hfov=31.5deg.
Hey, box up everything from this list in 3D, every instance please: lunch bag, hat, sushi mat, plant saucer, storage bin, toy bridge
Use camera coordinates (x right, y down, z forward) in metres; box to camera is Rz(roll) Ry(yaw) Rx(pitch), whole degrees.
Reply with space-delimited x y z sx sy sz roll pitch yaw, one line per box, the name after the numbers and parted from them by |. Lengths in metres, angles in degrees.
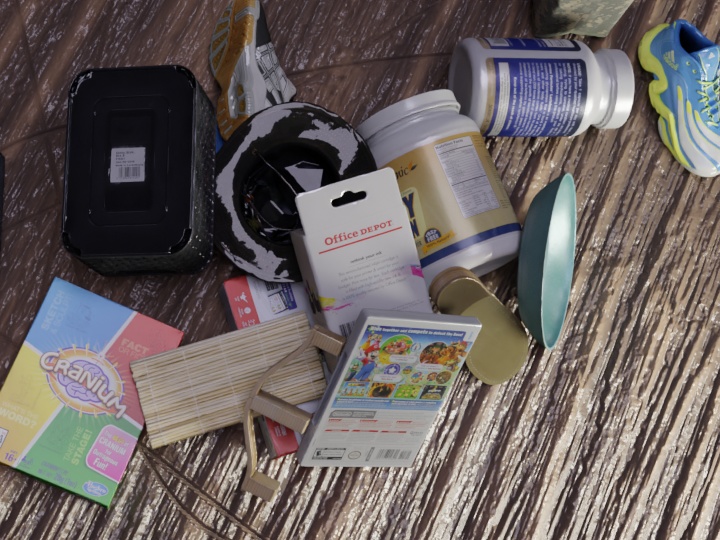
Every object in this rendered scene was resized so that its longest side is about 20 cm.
0.267 -0.402 1.542 0.117 0.164 0.200 -3 78 -8 | lunch bag
-0.078 -0.080 1.407 0.200 0.081 0.201 1 84 -6 | hat
-0.136 0.114 1.351 0.200 0.012 0.096 -16 80 -12 | sushi mat
0.208 -0.011 1.433 0.036 0.200 0.200 7 73 18 | plant saucer
-0.227 -0.101 1.321 0.135 0.094 0.200 -1 76 6 | storage bin
-0.084 0.145 1.322 0.067 0.027 0.200 26 105 3 | toy bridge

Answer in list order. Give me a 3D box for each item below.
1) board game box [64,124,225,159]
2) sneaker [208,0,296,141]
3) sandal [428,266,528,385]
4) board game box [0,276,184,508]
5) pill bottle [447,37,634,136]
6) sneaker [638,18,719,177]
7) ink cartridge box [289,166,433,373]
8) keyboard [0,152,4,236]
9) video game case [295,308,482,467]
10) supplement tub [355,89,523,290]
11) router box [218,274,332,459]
-0.229 -0.107 1.421 0.200 0.039 0.158 24 71 -14 | board game box
-0.119 -0.221 1.466 0.088 0.076 0.200 16 61 -39 | sneaker
0.123 0.044 1.412 0.078 0.212 0.070 -34 49 3 | sandal
-0.294 0.128 1.346 0.153 0.040 0.200 23 73 -7 | board game box
0.212 -0.215 1.509 0.200 0.116 0.116 -1 77 -13 | pill bottle
0.405 -0.215 1.559 0.076 0.105 0.200 -22 82 -17 | sneaker
0.000 0.000 1.347 0.115 0.068 0.200 -17 100 -14 | ink cartridge box
-0.435 -0.040 1.355 0.104 0.040 0.200 2 75 -13 | keyboard
0.029 0.127 1.341 0.143 0.200 0.018 6 33 -31 | video game case
0.085 -0.087 1.433 0.144 0.144 0.200 -20 82 -17 | supplement tub
-0.042 0.086 1.410 0.179 0.049 0.200 -16 81 -16 | router box
